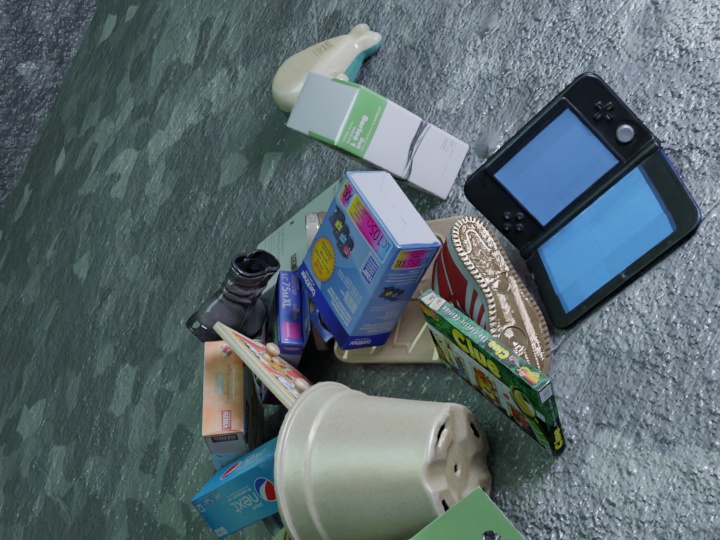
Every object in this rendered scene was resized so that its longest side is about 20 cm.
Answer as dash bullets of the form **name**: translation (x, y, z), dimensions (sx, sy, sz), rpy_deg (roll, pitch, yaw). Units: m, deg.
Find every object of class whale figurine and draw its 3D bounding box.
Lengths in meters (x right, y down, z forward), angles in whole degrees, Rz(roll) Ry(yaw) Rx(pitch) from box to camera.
- **whale figurine**: translation (-0.047, -0.314, 1.514), dimensions (0.199, 0.104, 0.159), rpy_deg (-38, 37, -4)

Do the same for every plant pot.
- **plant pot**: translation (0.037, 0.218, 1.019), dimensions (0.181, 0.200, 0.205), rpy_deg (-10, 61, 35)

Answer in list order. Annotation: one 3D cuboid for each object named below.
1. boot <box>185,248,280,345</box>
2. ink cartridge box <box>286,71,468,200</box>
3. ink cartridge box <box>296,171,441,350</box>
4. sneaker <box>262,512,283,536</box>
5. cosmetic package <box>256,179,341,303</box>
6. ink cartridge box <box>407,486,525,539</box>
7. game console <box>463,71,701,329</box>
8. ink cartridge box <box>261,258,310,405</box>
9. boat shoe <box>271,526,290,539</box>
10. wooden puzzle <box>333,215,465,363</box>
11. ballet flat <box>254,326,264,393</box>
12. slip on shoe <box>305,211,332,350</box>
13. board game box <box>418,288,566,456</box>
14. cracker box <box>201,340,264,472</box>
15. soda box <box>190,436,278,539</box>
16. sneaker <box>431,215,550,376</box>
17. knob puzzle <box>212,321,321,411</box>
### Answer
- **boot**: translation (-0.150, 0.031, 1.289), dimensions (0.132, 0.070, 0.200), rpy_deg (-52, -6, 15)
- **ink cartridge box**: translation (0.024, -0.178, 1.237), dimensions (0.146, 0.198, 0.086), rpy_deg (31, 97, 55)
- **ink cartridge box**: translation (0.000, 0.000, 1.144), dimensions (0.137, 0.075, 0.202), rpy_deg (56, 134, 35)
- **sneaker**: translation (-0.074, 0.323, 1.194), dimensions (0.087, 0.075, 0.202), rpy_deg (-33, 44, 10)
- **cosmetic package**: translation (-0.068, -0.034, 1.378), dimensions (0.199, 0.073, 0.103), rpy_deg (-37, 44, 35)
- **ink cartridge box**: translation (0.088, 0.328, 0.916), dimensions (0.200, 0.146, 0.048), rpy_deg (-44, -3, 28)
- **game console**: translation (0.227, -0.073, 0.991), dimensions (0.200, 0.170, 0.119), rpy_deg (-42, 15, 27)
- **ink cartridge box**: translation (-0.108, 0.088, 1.311), dimensions (0.201, 0.041, 0.121), rpy_deg (115, 156, -50)
- **boat shoe**: translation (-0.045, 0.290, 1.103), dimensions (0.066, 0.074, 0.201), rpy_deg (-40, 12, 45)
- **wooden puzzle**: translation (0.063, 0.031, 1.199), dimensions (0.198, 0.046, 0.189), rpy_deg (-4, 67, 46)
- **ballet flat**: translation (-0.170, 0.106, 1.443), dimensions (0.069, 0.069, 0.204), rpy_deg (-28, 54, 39)
- **slip on shoe**: translation (-0.041, 0.017, 1.277), dimensions (0.076, 0.059, 0.204), rpy_deg (-100, 8, -70)
- **board game box**: translation (0.138, 0.105, 0.993), dimensions (0.023, 0.106, 0.199), rpy_deg (-32, 40, -17)
- **cracker box**: translation (-0.167, 0.203, 1.253), dimensions (0.056, 0.202, 0.136), rpy_deg (-5, 54, 1)
- **soda box**: translation (-0.118, 0.255, 1.131), dimensions (0.199, 0.065, 0.068), rpy_deg (-34, 7, 38)
- **sneaker**: translation (0.144, 0.049, 1.057), dimensions (0.113, 0.070, 0.203), rpy_deg (122, 128, -66)
- **knob puzzle**: translation (-0.073, 0.140, 1.168), dimensions (0.031, 0.219, 0.219), rpy_deg (-51, 37, 1)
